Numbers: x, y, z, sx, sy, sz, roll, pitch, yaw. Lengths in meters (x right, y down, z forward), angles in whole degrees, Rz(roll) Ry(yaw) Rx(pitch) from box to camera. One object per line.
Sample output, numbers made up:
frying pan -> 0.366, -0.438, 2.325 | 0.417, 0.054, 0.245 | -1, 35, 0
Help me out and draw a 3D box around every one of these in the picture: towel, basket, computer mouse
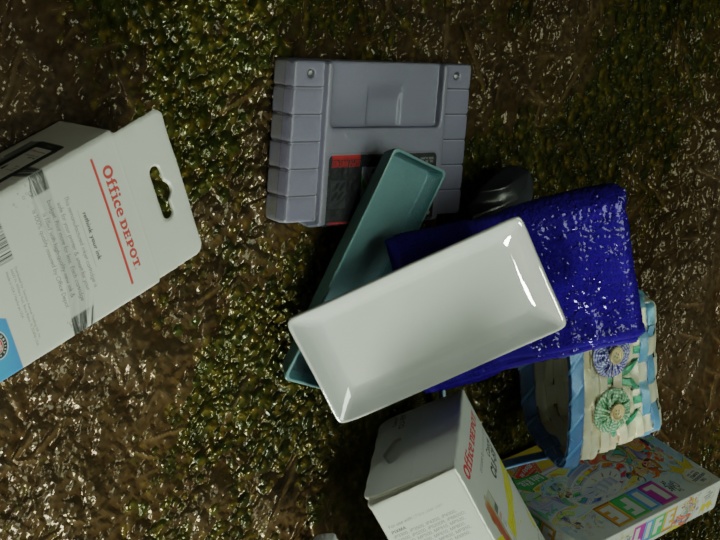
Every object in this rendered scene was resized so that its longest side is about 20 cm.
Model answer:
towel -> 0.127, 0.019, 1.356 | 0.198, 0.050, 0.149 | -15, 121, 0
basket -> 0.159, 0.083, 1.481 | 0.197, 0.139, 0.179 | -9, 107, -7
computer mouse -> 0.087, -0.020, 1.433 | 0.200, 0.034, 0.059 | -44, 159, -27

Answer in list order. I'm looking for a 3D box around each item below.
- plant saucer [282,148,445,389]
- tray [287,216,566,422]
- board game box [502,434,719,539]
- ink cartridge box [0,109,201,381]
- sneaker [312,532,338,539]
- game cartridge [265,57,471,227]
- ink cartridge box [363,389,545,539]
plant saucer -> 0.000, 0.000, 1.348 | 0.070, 0.019, 0.202 | 20, 99, -49
tray -> 0.051, 0.037, 1.321 | 0.198, 0.022, 0.108 | -24, 118, 6
board game box -> 0.218, 0.201, 1.556 | 0.199, 0.134, 0.035 | -17, 127, -41
ink cartridge box -> -0.211, -0.021, 1.131 | 0.199, 0.067, 0.117 | -34, 122, -34
sneaker -> 0.024, 0.292, 1.396 | 0.113, 0.075, 0.202 | -11, 119, 5
game cartridge -> 0.010, -0.103, 1.355 | 0.199, 0.038, 0.131 | -5, 99, -44
ink cartridge box -> 0.091, 0.221, 1.392 | 0.201, 0.083, 0.145 | 60, 16, -16
